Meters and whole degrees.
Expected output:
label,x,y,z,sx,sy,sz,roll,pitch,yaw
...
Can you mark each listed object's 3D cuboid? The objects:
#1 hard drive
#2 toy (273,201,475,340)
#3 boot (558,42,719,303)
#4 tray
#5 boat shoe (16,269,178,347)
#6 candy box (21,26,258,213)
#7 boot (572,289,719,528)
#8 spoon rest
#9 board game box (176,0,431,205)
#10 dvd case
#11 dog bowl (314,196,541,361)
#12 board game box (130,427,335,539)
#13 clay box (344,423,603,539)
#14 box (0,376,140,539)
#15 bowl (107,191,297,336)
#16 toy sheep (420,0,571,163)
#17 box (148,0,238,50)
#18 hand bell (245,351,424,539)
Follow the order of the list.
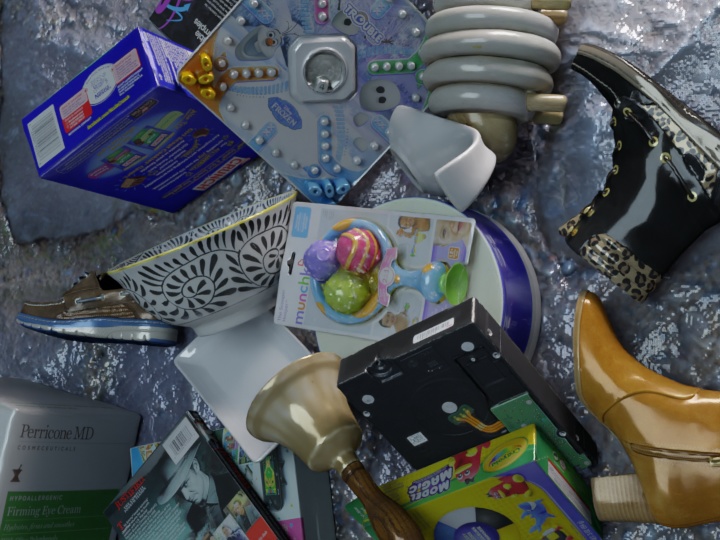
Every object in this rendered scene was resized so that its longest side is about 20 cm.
label,x,y,z,sx,sy,sz,roll,pitch,yaw
hard drive,0.092,0.121,1.120,0.139,0.200,0.038,-27,31,26
toy,0.000,0.000,1.177,0.198,0.047,0.116,7,85,32
boot,0.222,-0.085,1.132,0.200,0.073,0.151,44,106,23
tray,-0.101,0.103,1.289,0.107,0.022,0.200,-42,39,-6
boat shoe,-0.278,0.040,1.432,0.198,0.072,0.073,4,80,22
candy box,-0.201,-0.142,1.326,0.168,0.199,0.078,-31,65,25
boot,0.254,0.107,1.092,0.143,0.071,0.203,-10,81,24
spoon rest,0.074,-0.098,1.163,0.060,0.200,0.100,-37,107,-1
board game box,-0.033,-0.184,1.232,0.200,0.200,0.026,-46,21,8
dvd case,-0.150,0.255,1.269,0.146,0.022,0.200,-50,63,15
dog bowl,0.058,0.037,1.210,0.198,0.079,0.202,-5,81,32
board game box,-0.126,0.232,1.307,0.198,0.064,0.149,-15,74,30
clay box,0.093,0.213,1.142,0.199,0.115,0.048,-27,32,26
box,-0.373,0.207,1.385,0.198,0.198,0.173,10,88,31
bowl,-0.136,0.004,1.295,0.199,0.201,0.095,-18,99,29
toy sheep,0.118,-0.195,1.180,0.137,0.137,0.202,-1,81,32
box,-0.124,-0.304,1.399,0.143,0.036,0.201,45,105,29
hand bell,-0.001,0.173,1.115,0.104,0.104,0.200,-51,58,15
